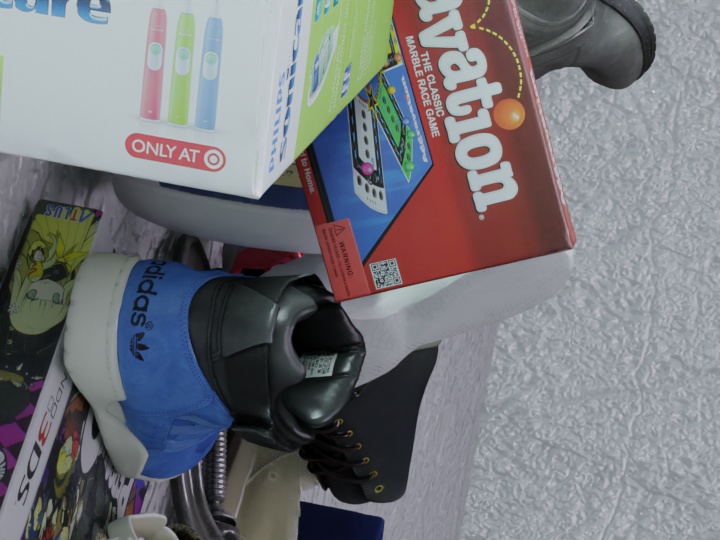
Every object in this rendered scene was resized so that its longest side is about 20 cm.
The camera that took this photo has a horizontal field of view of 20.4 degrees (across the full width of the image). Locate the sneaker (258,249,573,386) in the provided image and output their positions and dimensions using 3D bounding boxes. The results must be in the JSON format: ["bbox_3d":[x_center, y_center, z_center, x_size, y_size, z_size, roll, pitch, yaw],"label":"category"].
[{"bbox_3d":[0.000,0.000,0.991,0.075,0.200,0.089,74,-3,-53],"label":"sneaker"}]

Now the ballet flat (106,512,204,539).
[{"bbox_3d":[-0.099,0.146,0.873,0.200,0.068,0.075,-32,110,-84],"label":"ballet flat"}]

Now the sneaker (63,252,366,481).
[{"bbox_3d":[-0.053,0.050,0.868,0.200,0.111,0.077,79,20,-67],"label":"sneaker"}]

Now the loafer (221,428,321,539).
[{"bbox_3d":[-0.047,0.094,1.186,0.076,0.068,0.200,-141,-111,-71],"label":"loafer"}]

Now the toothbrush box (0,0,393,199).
[{"bbox_3d":[-0.074,-0.102,0.699,0.200,0.145,0.086,-56,155,-69],"label":"toothbrush box"}]

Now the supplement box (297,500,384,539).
[{"bbox_3d":[-0.053,0.261,1.307,0.109,0.109,0.200,-65,162,-56],"label":"supplement box"}]

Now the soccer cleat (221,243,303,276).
[{"bbox_3d":[-0.024,-0.033,1.055,0.200,0.067,0.077,136,-33,-57],"label":"soccer cleat"}]

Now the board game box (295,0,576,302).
[{"bbox_3d":[0.013,-0.093,0.800,0.019,0.103,0.200,-56,131,-72],"label":"board game box"}]

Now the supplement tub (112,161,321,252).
[{"bbox_3d":[-0.030,-0.118,0.896,0.144,0.144,0.200,-37,137,-76],"label":"supplement tub"}]

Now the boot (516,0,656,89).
[{"bbox_3d":[0.083,-0.113,1.054,0.131,0.068,0.200,-50,156,-2],"label":"boot"}]

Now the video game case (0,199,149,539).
[{"bbox_3d":[-0.136,0.098,0.869,0.200,0.036,0.181,85,17,-58],"label":"video game case"}]

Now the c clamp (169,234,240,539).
[{"bbox_3d":[-0.081,0.071,1.088,0.171,0.027,0.200,81,7,-54],"label":"c clamp"}]

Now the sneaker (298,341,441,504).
[{"bbox_3d":[-0.018,0.082,1.090,0.200,0.075,0.106,-6,104,-56],"label":"sneaker"}]
